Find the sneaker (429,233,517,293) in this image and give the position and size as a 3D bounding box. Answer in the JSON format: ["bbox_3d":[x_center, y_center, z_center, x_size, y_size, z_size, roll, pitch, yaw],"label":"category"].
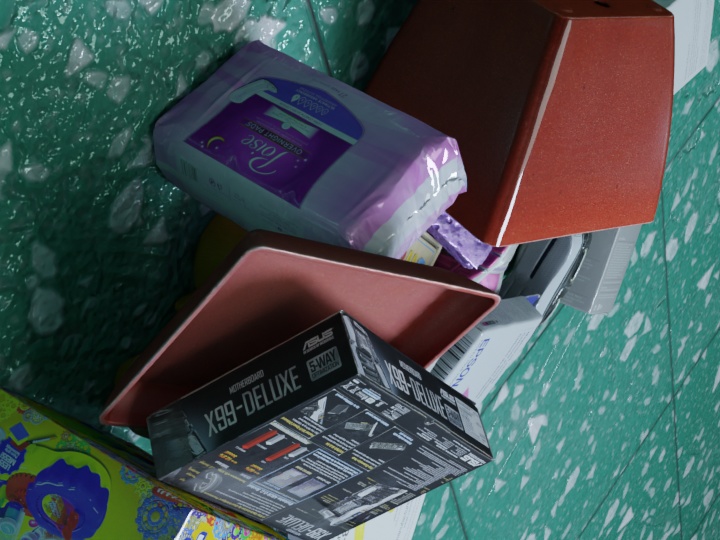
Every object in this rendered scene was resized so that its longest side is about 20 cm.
[{"bbox_3d":[0.099,0.014,1.330,0.200,0.081,0.088,-55,150,0],"label":"sneaker"}]

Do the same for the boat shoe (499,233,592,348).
[{"bbox_3d":[0.183,0.030,1.420,0.071,0.072,0.200,1,132,-49],"label":"boat shoe"}]

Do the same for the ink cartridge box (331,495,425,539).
[{"bbox_3d":[-0.035,0.264,1.282,0.200,0.083,0.146,-2,113,-56],"label":"ink cartridge box"}]

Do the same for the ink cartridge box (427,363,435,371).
[{"bbox_3d":[-0.017,0.108,1.139,0.148,0.076,0.200,-32,161,-43],"label":"ink cartridge box"}]

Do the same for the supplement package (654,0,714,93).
[{"bbox_3d":[0.263,-0.233,1.368,0.200,0.117,0.118,-40,141,-37],"label":"supplement package"}]

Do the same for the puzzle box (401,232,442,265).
[{"bbox_3d":[0.000,0.000,1.216,0.200,0.025,0.134,33,82,-58],"label":"puzzle box"}]

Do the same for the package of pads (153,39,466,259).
[{"bbox_3d":[-0.038,-0.074,0.945,0.121,0.200,0.076,-45,147,-24],"label":"package of pads"}]

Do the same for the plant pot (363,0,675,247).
[{"bbox_3d":[0.140,-0.156,1.095,0.199,0.200,0.177,-9,128,-37],"label":"plant pot"}]

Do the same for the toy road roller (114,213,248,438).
[{"bbox_3d":[-0.092,0.036,1.019,0.200,0.122,0.147,-30,118,-42],"label":"toy road roller"}]

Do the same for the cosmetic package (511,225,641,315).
[{"bbox_3d":[0.250,-0.062,1.471,0.090,0.106,0.201,6,107,-63],"label":"cosmetic package"}]

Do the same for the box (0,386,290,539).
[{"bbox_3d":[-0.166,0.193,0.928,0.122,0.199,0.193,-61,149,-7],"label":"box"}]

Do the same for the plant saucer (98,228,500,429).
[{"bbox_3d":[-0.043,0.045,0.877,0.199,0.037,0.200,12,137,-37],"label":"plant saucer"}]

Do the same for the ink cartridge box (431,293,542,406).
[{"bbox_3d":[0.096,0.114,1.315,0.200,0.043,0.197,-5,133,-58],"label":"ink cartridge box"}]

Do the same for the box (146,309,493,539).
[{"bbox_3d":[-0.022,0.115,0.912,0.157,0.050,0.200,-29,145,19],"label":"box"}]

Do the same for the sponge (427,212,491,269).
[{"bbox_3d":[0.120,-0.114,1.265,0.111,0.030,0.200,40,75,-23],"label":"sponge"}]

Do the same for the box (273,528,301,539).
[{"bbox_3d":[-0.095,0.218,1.112,0.038,0.136,0.201,-36,137,-38],"label":"box"}]
